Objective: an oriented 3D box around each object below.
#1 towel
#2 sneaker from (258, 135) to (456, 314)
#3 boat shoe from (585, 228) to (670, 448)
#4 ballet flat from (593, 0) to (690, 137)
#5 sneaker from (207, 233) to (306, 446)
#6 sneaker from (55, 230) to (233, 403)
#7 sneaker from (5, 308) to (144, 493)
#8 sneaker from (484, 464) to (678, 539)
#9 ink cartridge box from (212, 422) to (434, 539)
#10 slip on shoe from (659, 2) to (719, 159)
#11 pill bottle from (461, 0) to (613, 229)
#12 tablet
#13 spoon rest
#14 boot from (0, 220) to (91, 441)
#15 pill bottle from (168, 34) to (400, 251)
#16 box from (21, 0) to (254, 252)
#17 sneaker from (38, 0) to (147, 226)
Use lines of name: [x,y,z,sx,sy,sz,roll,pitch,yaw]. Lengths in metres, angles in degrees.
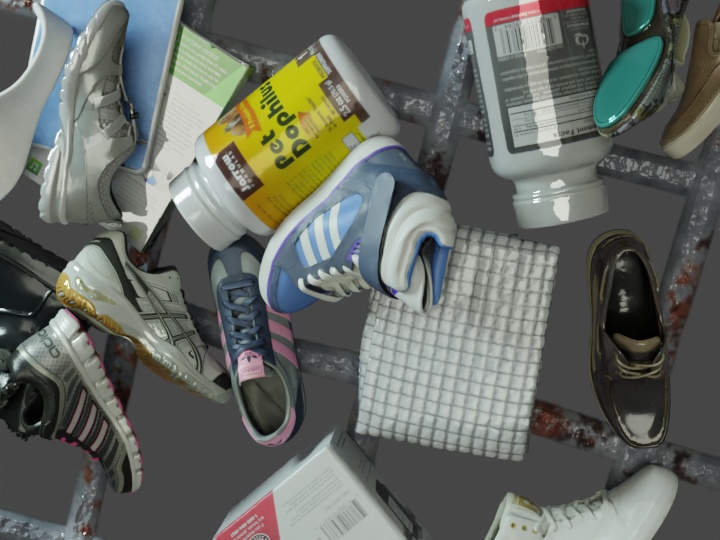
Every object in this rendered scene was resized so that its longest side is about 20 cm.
towel: [0.087,0.058,1.088,0.163,0.086,0.203,9,94,12]
sneaker: [0.000,0.000,1.021,0.201,0.080,0.147,-50,49,22]
boat shoe: [0.239,0.066,1.079,0.073,0.073,0.203,-11,96,7]
ballet flat: [0.246,-0.179,1.010,0.071,0.072,0.202,16,58,3]
sneaker: [-0.096,0.064,1.105,0.069,0.082,0.203,-17,96,8]
sneaker: [-0.178,0.043,1.103,0.200,0.075,0.088,43,67,-26]
sneaker: [-0.263,0.133,1.104,0.087,0.074,0.202,-27,124,-15]
sneaker: [0.189,0.233,1.107,0.115,0.074,0.201,40,101,-4]
ink cartridge box: [-0.016,0.271,1.126,0.145,0.083,0.201,-39,93,9]
slip on shoe: [0.310,-0.192,1.036,0.060,0.076,0.201,33,96,-5]
pill bottle: [0.157,-0.143,1.040,0.109,0.111,0.203,-10,97,6]
tablet: [-0.232,-0.199,1.083,0.128,0.014,0.203,15,98,4]
spoon rest: [-0.318,-0.135,1.055,0.099,0.061,0.201,30,99,-41]
boot: [-0.353,0.046,1.129,0.199,0.076,0.169,31,96,-6]
pill bottle: [-0.070,-0.107,1.066,0.199,0.109,0.110,-37,93,9]
box: [-0.208,-0.140,1.113,0.143,0.036,0.201,33,100,0]
sneaker: [-0.223,-0.134,1.057,0.081,0.075,0.203,12,105,-10]
